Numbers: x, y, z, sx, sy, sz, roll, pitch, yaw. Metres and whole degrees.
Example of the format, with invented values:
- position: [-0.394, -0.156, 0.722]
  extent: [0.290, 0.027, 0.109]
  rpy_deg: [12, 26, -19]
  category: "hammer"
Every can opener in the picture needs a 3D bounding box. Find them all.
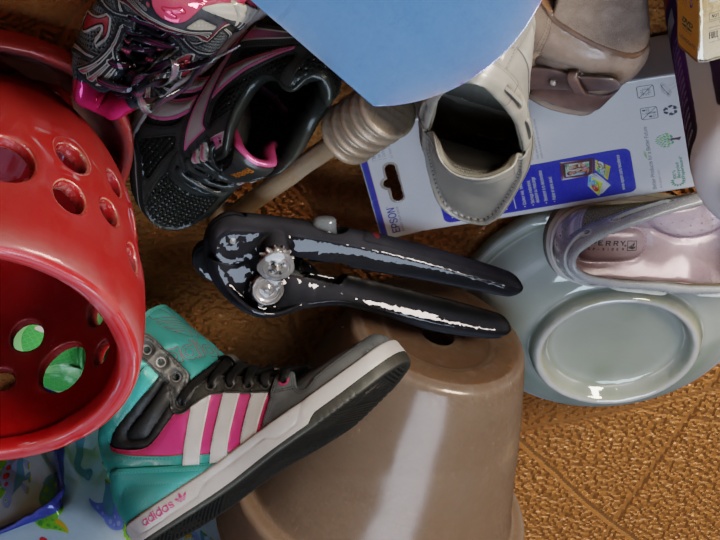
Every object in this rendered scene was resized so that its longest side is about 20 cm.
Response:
- position: [0.000, 0.000, 1.738]
  extent: [0.198, 0.079, 0.064]
  rpy_deg: [8, 114, -8]
  category: "can opener"

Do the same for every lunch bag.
- position: [-0.206, 0.174, 1.929]
  extent: [0.199, 0.128, 0.170]
  rpy_deg: [-21, 139, 36]
  category: "lunch bag"

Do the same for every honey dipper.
- position: [-0.037, -0.059, 1.697]
  extent: [0.038, 0.038, 0.200]
  rpy_deg: [21, 151, -26]
  category: "honey dipper"

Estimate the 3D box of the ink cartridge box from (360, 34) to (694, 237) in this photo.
- position: [0.098, -0.078, 1.716]
  extent: [0.198, 0.039, 0.100]
  rpy_deg: [-10, 139, 5]
  category: "ink cartridge box"

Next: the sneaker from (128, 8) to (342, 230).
- position: [-0.073, -0.081, 1.661]
  extent: [0.080, 0.087, 0.200]
  rpy_deg: [18, 136, -21]
  category: "sneaker"

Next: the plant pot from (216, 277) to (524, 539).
- position: [0.026, 0.105, 1.822]
  extent: [0.199, 0.201, 0.175]
  rpy_deg: [10, 124, -16]
  category: "plant pot"

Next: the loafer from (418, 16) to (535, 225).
- position: [0.060, -0.077, 1.597]
  extent: [0.069, 0.070, 0.200]
  rpy_deg: [10, 151, 8]
  category: "loafer"

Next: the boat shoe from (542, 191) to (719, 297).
- position: [0.212, -0.017, 1.752]
  extent: [0.200, 0.065, 0.075]
  rpy_deg: [-1, 104, -9]
  category: "boat shoe"

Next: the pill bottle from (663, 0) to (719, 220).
- position: [0.229, -0.089, 1.587]
  extent: [0.110, 0.201, 0.112]
  rpy_deg: [-2, 140, -2]
  category: "pill bottle"

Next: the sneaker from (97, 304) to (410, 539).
- position: [-0.077, 0.065, 1.733]
  extent: [0.199, 0.121, 0.084]
  rpy_deg: [-33, 168, 10]
  category: "sneaker"

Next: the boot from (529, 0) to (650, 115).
- position: [0.064, -0.148, 1.601]
  extent: [0.199, 0.071, 0.147]
  rpy_deg: [18, 145, 1]
  category: "boot"

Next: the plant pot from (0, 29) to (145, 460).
- position: [-0.220, -0.020, 1.646]
  extent: [0.199, 0.183, 0.201]
  rpy_deg: [-2, 140, -2]
  category: "plant pot"

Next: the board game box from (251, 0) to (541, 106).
- position: [0.003, -0.184, 1.505]
  extent: [0.200, 0.158, 0.039]
  rpy_deg: [40, 170, -5]
  category: "board game box"

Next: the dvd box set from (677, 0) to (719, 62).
- position: [0.227, -0.215, 1.491]
  extent: [0.145, 0.029, 0.201]
  rpy_deg: [-17, 124, -18]
  category: "dvd box set"

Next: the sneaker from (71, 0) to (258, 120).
- position: [-0.107, -0.121, 1.540]
  extent: [0.080, 0.075, 0.200]
  rpy_deg: [27, 171, -7]
  category: "sneaker"

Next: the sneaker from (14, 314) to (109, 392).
- position: [-0.148, 0.059, 1.811]
  extent: [0.199, 0.083, 0.074]
  rpy_deg: [29, 90, -41]
  category: "sneaker"

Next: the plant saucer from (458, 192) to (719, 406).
- position: [0.158, 0.033, 1.842]
  extent: [0.198, 0.050, 0.201]
  rpy_deg: [-2, 140, -2]
  category: "plant saucer"
